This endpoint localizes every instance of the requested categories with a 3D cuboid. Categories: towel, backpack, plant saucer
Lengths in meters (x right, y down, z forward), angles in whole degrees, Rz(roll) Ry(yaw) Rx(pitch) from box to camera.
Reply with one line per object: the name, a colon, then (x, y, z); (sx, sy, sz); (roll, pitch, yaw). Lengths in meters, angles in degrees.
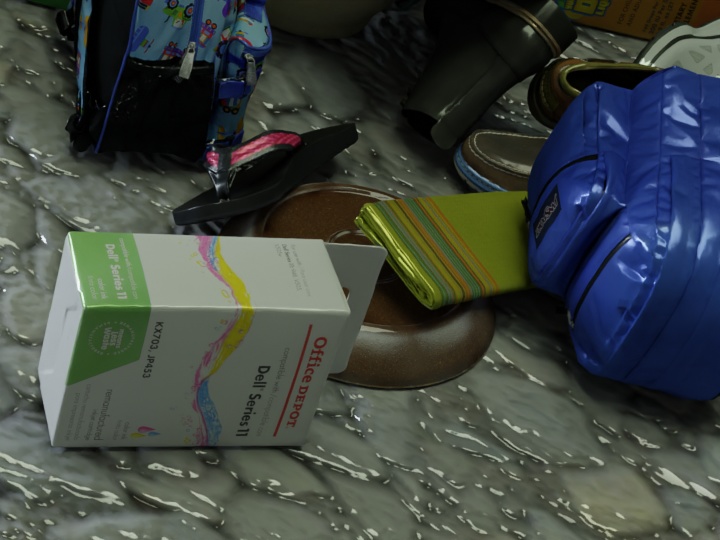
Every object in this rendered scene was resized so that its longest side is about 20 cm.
towel: (0.081, -0.016, 1.352); (0.200, 0.018, 0.086); (-8, 56, -52)
backpack: (0.199, -0.016, 1.333); (0.167, 0.163, 0.200); (10, 48, -9)
backpack: (-0.132, -0.198, 1.382); (0.134, 0.200, 0.183); (6, 38, -16)
plant saucer: (0.000, 0.000, 1.331); (0.200, 0.032, 0.200); (12, 36, -9)

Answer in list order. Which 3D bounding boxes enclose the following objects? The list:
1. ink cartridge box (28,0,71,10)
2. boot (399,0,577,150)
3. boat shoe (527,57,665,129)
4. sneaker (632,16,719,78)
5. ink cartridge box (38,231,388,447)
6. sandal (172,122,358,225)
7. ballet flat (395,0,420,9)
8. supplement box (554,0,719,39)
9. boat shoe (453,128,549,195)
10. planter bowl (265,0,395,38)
ink cartridge box: (-0.192, -0.296, 1.478); (0.146, 0.200, 0.083); (13, 37, -7)
boot: (0.065, -0.164, 1.533); (0.077, 0.138, 0.200); (48, -9, -20)
boat shoe: (0.230, -0.118, 1.507); (0.200, 0.068, 0.072); (7, 81, -14)
sneaker: (0.298, -0.147, 1.603); (0.115, 0.076, 0.200); (36, 38, 25)
ink cartridge box: (-0.081, 0.043, 1.168); (0.200, 0.117, 0.067); (1, 41, -21)
sandal: (-0.070, -0.078, 1.362); (0.075, 0.045, 0.200); (-6, 19, 32)
ballet flat: (0.057, -0.283, 1.686); (0.070, 0.067, 0.200); (23, 35, -26)
supplement box: (0.213, -0.250, 1.706); (0.200, 0.067, 0.069); (12, 41, -8)
boat shoe: (0.171, -0.080, 1.468); (0.200, 0.072, 0.072); (12, 38, -9)
planter bowl: (-0.031, -0.272, 1.570); (0.200, 0.135, 0.200); (13, 39, -11)
